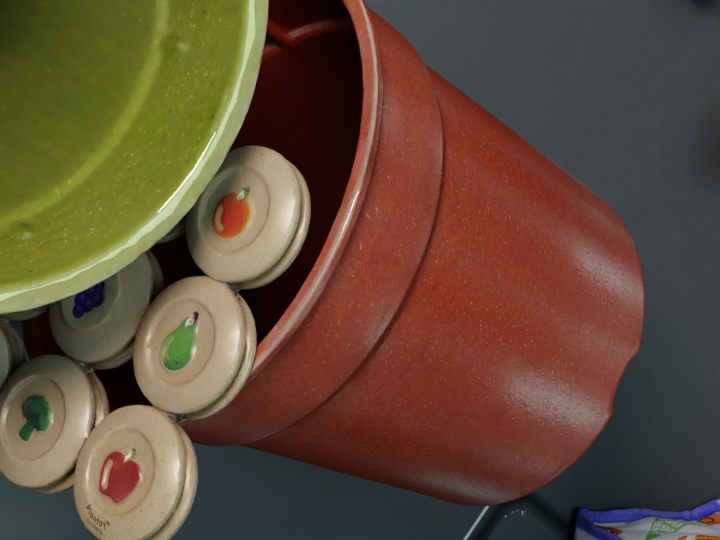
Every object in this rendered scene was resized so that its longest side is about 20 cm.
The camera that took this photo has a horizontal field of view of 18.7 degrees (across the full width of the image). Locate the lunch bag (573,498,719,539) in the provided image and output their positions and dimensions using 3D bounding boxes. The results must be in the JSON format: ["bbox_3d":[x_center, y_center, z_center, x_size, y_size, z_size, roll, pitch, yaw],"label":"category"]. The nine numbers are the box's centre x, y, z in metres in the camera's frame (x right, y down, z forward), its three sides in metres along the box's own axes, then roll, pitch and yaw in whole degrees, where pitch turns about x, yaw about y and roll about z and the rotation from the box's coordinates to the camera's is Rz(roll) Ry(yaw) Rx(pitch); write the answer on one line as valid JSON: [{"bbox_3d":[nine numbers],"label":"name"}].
[{"bbox_3d":[0.192,0.215,1.028,0.123,0.200,0.171,-3,102,-29],"label":"lunch bag"}]

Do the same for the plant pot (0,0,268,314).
[{"bbox_3d":[-0.162,-0.100,0.761,0.199,0.190,0.201,-7,104,-29],"label":"plant pot"}]

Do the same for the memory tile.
[{"bbox_3d":[-0.112,0.002,0.812,0.017,0.200,0.154,24,90,-51],"label":"memory tile"}]

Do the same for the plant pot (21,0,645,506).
[{"bbox_3d":[0.000,0.000,0.886,0.195,0.201,0.201,27,87,-39],"label":"plant pot"}]
